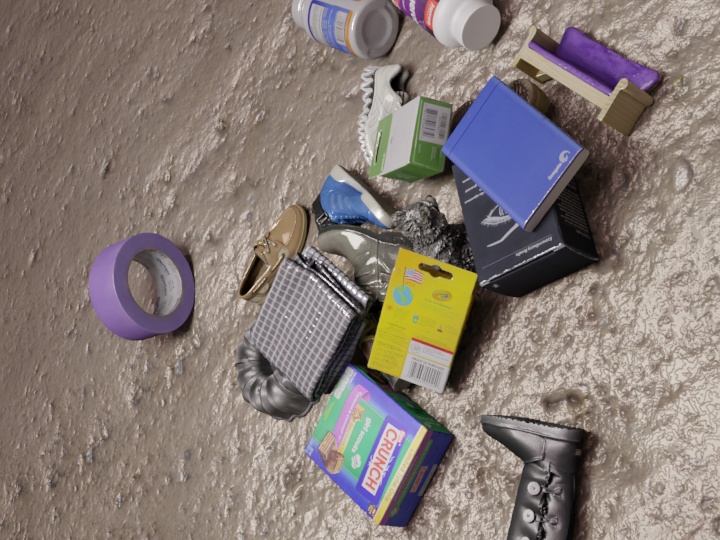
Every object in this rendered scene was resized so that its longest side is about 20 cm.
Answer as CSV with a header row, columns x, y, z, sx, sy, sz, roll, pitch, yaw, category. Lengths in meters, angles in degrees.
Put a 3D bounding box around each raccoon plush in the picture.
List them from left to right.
x,y,z,sx,sy,sz,roll,pitch,yaw,category
0.117,-0.013,1.449,0.096,0.133,0.202,-26,62,33,raccoon plush

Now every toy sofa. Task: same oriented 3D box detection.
x,y,z,sx,sy,sz,roll,pitch,yaw,category
0.321,-0.285,1.368,0.200,0.082,0.098,45,111,40,toy sofa

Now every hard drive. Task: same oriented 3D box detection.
x,y,z,sx,sy,sz,roll,pitch,yaw,category
0.210,-0.166,1.335,0.133,0.025,0.200,-55,49,17,hard drive

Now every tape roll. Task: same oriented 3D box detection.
x,y,z,sx,sy,sz,roll,pitch,yaw,category
-0.430,0.033,1.899,0.084,0.199,0.203,-15,69,38,tape roll

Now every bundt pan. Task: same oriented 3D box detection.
x,y,z,sx,sy,sz,roll,pitch,yaw,category
-0.148,0.162,1.692,0.200,0.075,0.205,-12,72,39,bundt pan

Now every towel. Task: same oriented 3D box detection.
x,y,z,sx,sy,sz,roll,pitch,yaw,category
-0.082,0.085,1.539,0.165,0.085,0.201,41,122,26,towel

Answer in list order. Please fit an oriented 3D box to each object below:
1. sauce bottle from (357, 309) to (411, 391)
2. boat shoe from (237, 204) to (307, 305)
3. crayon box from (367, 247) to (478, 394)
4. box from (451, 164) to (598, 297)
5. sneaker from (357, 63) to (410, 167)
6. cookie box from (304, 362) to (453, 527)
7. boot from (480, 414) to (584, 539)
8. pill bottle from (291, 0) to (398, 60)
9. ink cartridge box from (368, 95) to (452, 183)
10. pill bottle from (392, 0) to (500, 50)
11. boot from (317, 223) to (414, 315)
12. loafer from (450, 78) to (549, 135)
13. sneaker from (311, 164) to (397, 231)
x,y,z,sx,sy,sz,roll,pitch,yaw,category
0.024,0.108,1.555,0.065,0.064,0.201,-50,52,21,sauce bottle
-0.161,-0.030,1.759,0.071,0.064,0.202,32,101,42,boat shoe
0.096,0.069,1.430,0.126,0.051,0.202,19,113,10,crayon box
0.234,-0.083,1.381,0.147,0.104,0.202,-26,63,35,box
0.044,-0.260,1.630,0.080,0.075,0.203,-8,74,31,sneaker
0.025,0.271,1.503,0.199,0.075,0.173,35,102,41,cookie box
0.223,0.308,1.324,0.164,0.065,0.203,5,87,45,boot
-0.033,-0.453,1.719,0.199,0.111,0.113,31,100,43,pill bottle
0.076,-0.198,1.508,0.200,0.059,0.105,172,108,-73,ink cartridge box
0.138,-0.437,1.556,0.113,0.112,0.200,-55,49,17,pill bottle
0.000,0.000,1.560,0.198,0.068,0.132,7,68,28,boot
0.212,-0.230,1.469,0.199,0.068,0.077,-15,67,56,loafer
-0.015,-0.091,1.630,0.112,0.076,0.200,-55,45,9,sneaker
